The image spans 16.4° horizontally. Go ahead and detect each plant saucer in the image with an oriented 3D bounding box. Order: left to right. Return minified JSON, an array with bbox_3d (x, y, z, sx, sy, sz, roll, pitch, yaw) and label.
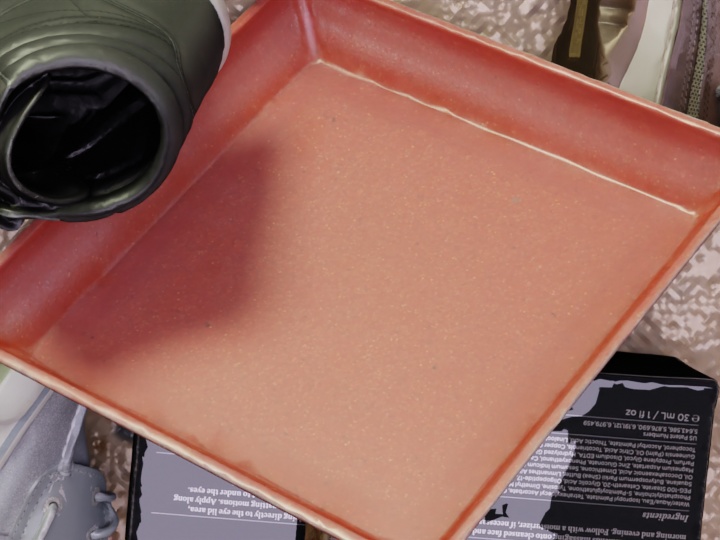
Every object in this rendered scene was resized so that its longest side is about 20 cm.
[{"bbox_3d":[0.000,0.000,0.823,0.200,0.037,0.200,24,56,29],"label":"plant saucer"}]

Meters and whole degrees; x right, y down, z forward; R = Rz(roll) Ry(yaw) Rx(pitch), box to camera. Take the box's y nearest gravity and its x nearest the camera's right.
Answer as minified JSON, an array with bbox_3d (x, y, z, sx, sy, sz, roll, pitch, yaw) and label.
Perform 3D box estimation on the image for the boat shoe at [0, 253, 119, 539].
[{"bbox_3d":[-0.126,0.087,0.892,0.071,0.070,0.201,28,96,-18],"label":"boat shoe"}]

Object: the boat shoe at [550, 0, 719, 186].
[{"bbox_3d":[0.116,-0.115,0.888,0.075,0.075,0.203,6,101,-18],"label":"boat shoe"}]

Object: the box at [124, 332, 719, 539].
[{"bbox_3d":[0.016,0.095,0.891,0.200,0.079,0.141,5,93,-5],"label":"box"}]

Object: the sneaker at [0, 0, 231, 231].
[{"bbox_3d":[-0.142,-0.049,0.819,0.200,0.099,0.071,-13,114,5],"label":"sneaker"}]

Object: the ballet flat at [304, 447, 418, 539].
[{"bbox_3d":[0.006,0.144,0.822,0.068,0.072,0.200,6,96,-5],"label":"ballet flat"}]
